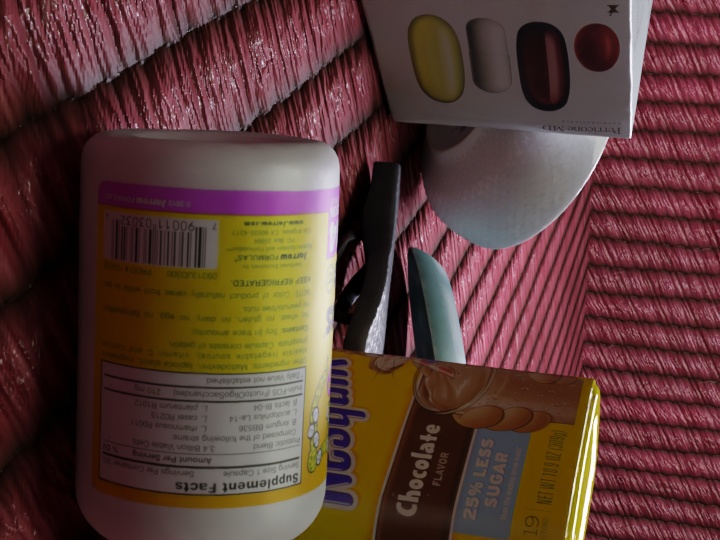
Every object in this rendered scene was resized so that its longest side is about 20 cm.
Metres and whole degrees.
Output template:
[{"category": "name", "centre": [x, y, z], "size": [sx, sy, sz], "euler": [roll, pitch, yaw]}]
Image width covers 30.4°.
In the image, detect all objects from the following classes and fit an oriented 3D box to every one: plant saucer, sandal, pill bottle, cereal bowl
[{"category": "plant saucer", "centre": [0.065, 0.079, 1.069], "size": [0.200, 0.027, 0.201], "euler": [172, -90, -89]}, {"category": "sandal", "centre": [0.000, 0.000, 0.917], "size": [0.201, 0.043, 0.076], "euler": [-82, 176, -52]}, {"category": "pill bottle", "centre": [-0.063, 0.045, 0.539], "size": [0.104, 0.104, 0.201], "euler": [-28, 122, -73]}, {"category": "cereal bowl", "centre": [0.115, -0.123, 1.095], "size": [0.083, 0.200, 0.201], "euler": [27, 61, -27]}]

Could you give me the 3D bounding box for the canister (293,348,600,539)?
[{"category": "canister", "centre": [0.012, 0.104, 0.657], "size": [0.149, 0.199, 0.087], "euler": [-66, 157, -51]}]

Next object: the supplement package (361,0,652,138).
[{"category": "supplement package", "centre": [0.110, -0.216, 0.950], "size": [0.200, 0.190, 0.148], "euler": [69, 30, -58]}]
